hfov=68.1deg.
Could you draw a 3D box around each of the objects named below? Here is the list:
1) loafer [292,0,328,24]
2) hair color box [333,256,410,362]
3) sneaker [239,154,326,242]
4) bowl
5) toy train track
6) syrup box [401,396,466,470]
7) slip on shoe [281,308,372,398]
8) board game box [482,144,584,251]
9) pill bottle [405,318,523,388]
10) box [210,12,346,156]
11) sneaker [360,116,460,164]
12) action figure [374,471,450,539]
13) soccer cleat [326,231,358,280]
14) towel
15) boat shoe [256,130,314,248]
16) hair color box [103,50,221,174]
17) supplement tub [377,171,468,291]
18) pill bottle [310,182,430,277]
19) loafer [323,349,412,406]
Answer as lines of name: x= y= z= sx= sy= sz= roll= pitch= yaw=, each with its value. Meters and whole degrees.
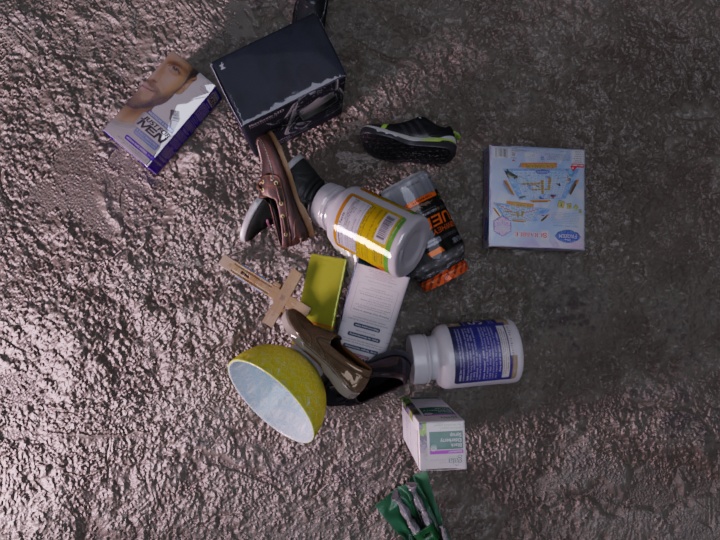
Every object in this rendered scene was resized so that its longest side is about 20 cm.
loafer: x=-0.095 y=-0.533 z=1.039 sx=0.067 sy=0.070 sz=0.204 roll=11 pitch=86 yaw=-3
hair color box: x=0.016 y=0.080 z=0.977 sx=0.099 sy=0.061 sz=0.203 roll=15 pitch=110 yaw=-2
sneaker: x=-0.139 y=-0.116 z=1.009 sx=0.099 sy=0.071 sz=0.201 roll=37 pitch=81 yaw=4
bowl: x=-0.128 y=0.198 z=0.952 sx=0.200 sy=0.200 sz=0.108 roll=45 pitch=55 yaw=0
toy train track: x=-0.181 y=0.031 z=1.019 sx=0.198 sy=0.033 sz=0.116 roll=31 pitch=88 yaw=6
syrup box: x=0.125 y=0.282 z=0.940 sx=0.077 sy=0.200 sz=0.083 roll=-2 pitch=87 yaw=-3
slip on shoe: x=-0.059 y=0.131 z=0.934 sx=0.200 sy=0.076 sz=0.061 roll=47 pitch=108 yaw=25
board game box: x=0.345 y=-0.142 z=1.061 sx=0.197 sy=0.041 sz=0.203 roll=3 pitch=86 yaw=-4
pill bottle: x=0.189 y=0.157 z=0.993 sx=0.197 sy=0.120 sz=0.122 roll=-4 pitch=87 yaw=-5
box: x=-0.140 y=-0.324 z=0.960 sx=0.198 sy=0.197 sz=0.125 roll=-28 pitch=89 yaw=-5
sneaker: x=0.097 y=-0.263 z=1.050 sx=0.197 sy=0.072 sz=0.084 roll=10 pitch=62 yaw=-4
action figure: x=0.125 y=0.499 z=1.003 sx=0.117 sy=0.055 sz=0.202 roll=-29 pitch=93 yaw=-8
soccer cleat: x=0.000 y=0.000 z=1.017 sx=0.200 sy=0.069 sz=0.078 roll=45 pitch=89 yaw=-3
towel: x=-0.077 y=0.073 z=1.007 sx=0.085 sy=0.018 sz=0.203 roll=10 pitch=88 yaw=29
boat shoe: x=-0.146 y=-0.140 z=0.940 sx=0.070 sy=0.070 sz=0.203 roll=-23 pitch=100 yaw=-13
hair color box: x=-0.372 y=-0.298 z=1.010 sx=0.109 sy=0.065 sz=0.201 roll=38 pitch=83 yaw=0
supplement tub: x=0.116 y=-0.071 z=1.000 sx=0.121 sy=0.123 sz=0.202 roll=-27 pitch=89 yaw=-5
pill bottle: x=0.012 y=-0.079 z=0.926 sx=0.199 sy=0.111 sz=0.112 roll=29 pitch=84 yaw=28
loafer: x=0.004 y=0.206 z=0.961 sx=0.199 sy=0.063 sz=0.072 roll=-30 pitch=118 yaw=25
